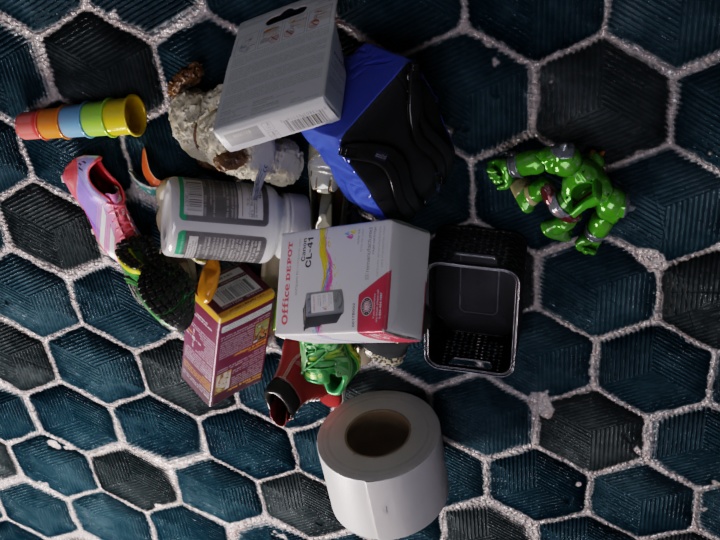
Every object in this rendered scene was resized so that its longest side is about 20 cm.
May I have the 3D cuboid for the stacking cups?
[{"bbox_3d":[-0.407,-0.212,1.535,0.198,0.061,0.061,-5,126,22],"label":"stacking cups"}]

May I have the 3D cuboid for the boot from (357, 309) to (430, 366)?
[{"bbox_3d":[-0.002,0.060,1.558,0.203,0.074,0.154,32,154,6],"label":"boot"}]

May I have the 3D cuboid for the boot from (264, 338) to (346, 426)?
[{"bbox_3d":[-0.091,0.201,1.682,0.072,0.145,0.200,6,148,26],"label":"boot"}]

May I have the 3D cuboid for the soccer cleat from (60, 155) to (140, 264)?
[{"bbox_3d":[-0.377,-0.087,1.617,0.076,0.067,0.201,-11,119,36],"label":"soccer cleat"}]

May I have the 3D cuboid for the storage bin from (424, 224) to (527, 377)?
[{"bbox_3d":[0.166,0.045,1.538,0.134,0.094,0.201,6,129,12],"label":"storage bin"}]

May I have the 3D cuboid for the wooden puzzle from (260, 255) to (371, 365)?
[{"bbox_3d":[-0.064,0.060,1.656,0.198,0.037,0.186,15,130,5],"label":"wooden puzzle"}]

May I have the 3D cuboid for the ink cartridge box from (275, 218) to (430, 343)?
[{"bbox_3d":[-0.013,0.019,1.390,0.199,0.149,0.085,-5,167,40],"label":"ink cartridge box"}]

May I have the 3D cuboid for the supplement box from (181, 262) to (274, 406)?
[{"bbox_3d":[-0.211,0.102,1.670,0.086,0.110,0.201,40,137,29],"label":"supplement box"}]

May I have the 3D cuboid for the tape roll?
[{"bbox_3d":[0.038,0.312,1.716,0.201,0.203,0.140,1,127,16],"label":"tape roll"}]

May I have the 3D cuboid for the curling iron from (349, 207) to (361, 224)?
[{"bbox_3d":[0.000,0.000,1.485,0.049,0.202,0.026,2,155,-12],"label":"curling iron"}]

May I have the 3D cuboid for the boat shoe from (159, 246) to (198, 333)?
[{"bbox_3d":[-0.283,0.050,1.696,0.071,0.065,0.201,1,127,16],"label":"boat shoe"}]

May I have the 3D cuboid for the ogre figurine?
[{"bbox_3d":[0.274,-0.099,1.391,0.120,0.098,0.200,-28,104,45],"label":"ogre figurine"}]

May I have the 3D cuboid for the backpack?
[{"bbox_3d":[0.023,-0.173,1.363,0.168,0.163,0.200,35,168,46],"label":"backpack"}]

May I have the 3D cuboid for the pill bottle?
[{"bbox_3d":[-0.178,-0.069,1.504,0.198,0.114,0.114,5,133,-18],"label":"pill bottle"}]

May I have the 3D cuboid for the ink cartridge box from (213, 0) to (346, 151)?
[{"bbox_3d":[-0.093,-0.252,1.325,0.159,0.201,0.047,-13,139,25],"label":"ink cartridge box"}]

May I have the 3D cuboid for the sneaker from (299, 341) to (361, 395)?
[{"bbox_3d":[-0.056,0.125,1.590,0.074,0.084,0.200,5,150,31],"label":"sneaker"}]

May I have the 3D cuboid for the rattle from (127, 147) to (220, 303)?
[{"bbox_3d":[-0.281,-0.064,1.564,0.130,0.143,0.200,-7,133,44],"label":"rattle"}]

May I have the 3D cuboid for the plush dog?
[{"bbox_3d":[-0.190,-0.190,1.445,0.171,0.160,0.201,18,135,35],"label":"plush dog"}]

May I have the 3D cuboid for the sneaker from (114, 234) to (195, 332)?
[{"bbox_3d":[-0.296,0.028,1.573,0.078,0.200,0.086,-24,134,-18],"label":"sneaker"}]

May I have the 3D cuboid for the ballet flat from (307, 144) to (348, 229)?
[{"bbox_3d":[-0.043,-0.110,1.499,0.067,0.063,0.201,6,128,11],"label":"ballet flat"}]
